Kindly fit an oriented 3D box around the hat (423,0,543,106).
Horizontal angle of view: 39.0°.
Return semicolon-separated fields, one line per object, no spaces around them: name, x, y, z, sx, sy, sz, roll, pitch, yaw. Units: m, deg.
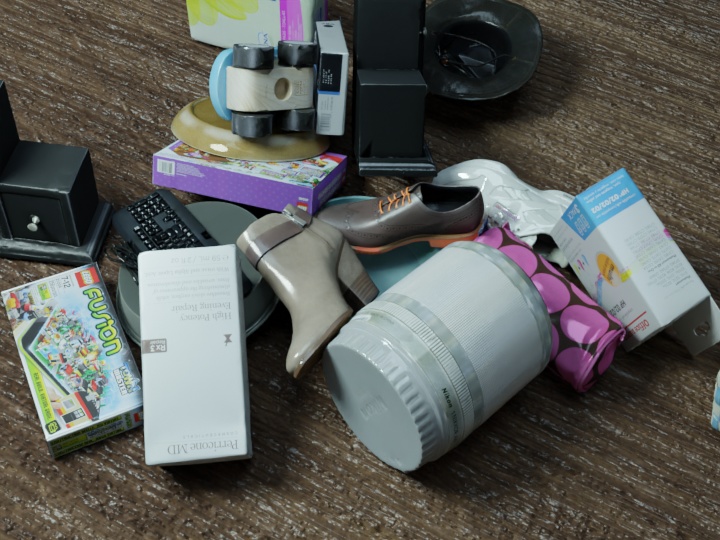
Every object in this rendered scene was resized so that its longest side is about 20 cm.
hat;0.152;-0.277;1.364;0.196;0.082;0.204;-3;55;4

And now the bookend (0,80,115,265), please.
bookend;-0.389;-0.114;1.119;0.195;0.201;0.093;7;47;2

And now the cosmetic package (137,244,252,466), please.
cosmetic package;-0.160;0.084;0.990;0.099;0.074;0.204;-5;79;-3

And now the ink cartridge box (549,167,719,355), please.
ink cartridge box;0.293;0.009;1.080;0.067;0.115;0.202;-29;76;-12

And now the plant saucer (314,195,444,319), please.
plant saucer;0.000;0.000;1.151;0.195;0.036;0.203;1;49;-2

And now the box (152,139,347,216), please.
box;-0.127;-0.119;1.200;0.196;0.040;0.137;13;25;12

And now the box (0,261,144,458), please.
box;-0.298;0.088;1.062;0.108;0.035;0.201;-19;53;-18

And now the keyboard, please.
keyboard;-0.207;-0.020;1.088;0.103;0.040;0.200;-35;53;-17

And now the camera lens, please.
camera lens;0.080;0.079;1.006;0.199;0.162;0.160;-34;59;-28

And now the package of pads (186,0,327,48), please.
package of pads;-0.140;-0.364;1.371;0.196;0.156;0.069;17;53;10

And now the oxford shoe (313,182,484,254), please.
oxford shoe;0.041;-0.068;1.138;0.195;0.073;0.072;-5;50;-5

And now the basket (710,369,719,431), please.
basket;0.459;0.126;1.000;0.197;0.141;0.177;22;51;28

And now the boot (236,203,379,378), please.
boot;-0.068;0.012;1.042;0.146;0.071;0.200;41;33;5

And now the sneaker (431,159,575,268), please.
sneaker;0.171;-0.065;1.187;0.197;0.076;0.100;19;51;13

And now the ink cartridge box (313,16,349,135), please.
ink cartridge box;-0.040;-0.248;1.269;0.038;0.101;0.201;2;25;-4

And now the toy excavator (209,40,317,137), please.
toy excavator;-0.122;-0.234;1.237;0.192;0.102;0.198;-13;23;-40

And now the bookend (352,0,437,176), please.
bookend;0.039;-0.236;1.190;0.090;0.204;0.199;0;21;-3

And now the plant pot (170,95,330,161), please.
plant pot;-0.133;-0.181;1.248;0.196;0.028;0.201;6;26;-3

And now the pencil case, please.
pencil case;0.194;0.036;1.096;0.093;0.091;0.200;-37;63;-18

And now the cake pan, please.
cake pan;-0.179;0.002;1.116;0.196;0.037;0.203;-6;51;7
